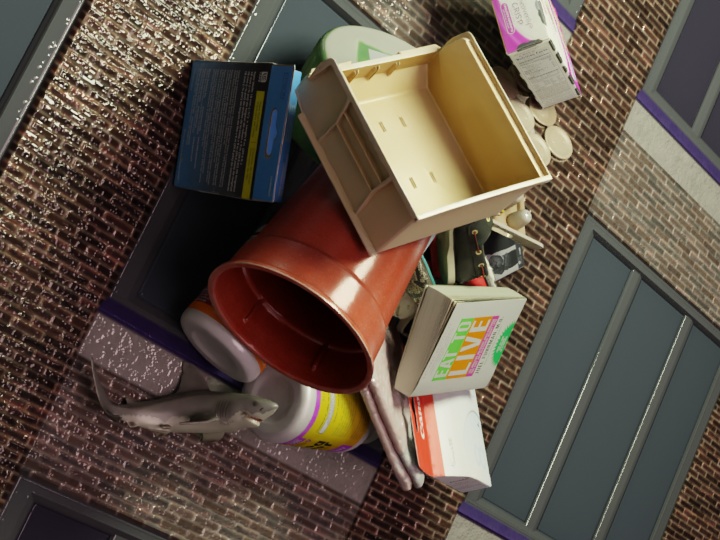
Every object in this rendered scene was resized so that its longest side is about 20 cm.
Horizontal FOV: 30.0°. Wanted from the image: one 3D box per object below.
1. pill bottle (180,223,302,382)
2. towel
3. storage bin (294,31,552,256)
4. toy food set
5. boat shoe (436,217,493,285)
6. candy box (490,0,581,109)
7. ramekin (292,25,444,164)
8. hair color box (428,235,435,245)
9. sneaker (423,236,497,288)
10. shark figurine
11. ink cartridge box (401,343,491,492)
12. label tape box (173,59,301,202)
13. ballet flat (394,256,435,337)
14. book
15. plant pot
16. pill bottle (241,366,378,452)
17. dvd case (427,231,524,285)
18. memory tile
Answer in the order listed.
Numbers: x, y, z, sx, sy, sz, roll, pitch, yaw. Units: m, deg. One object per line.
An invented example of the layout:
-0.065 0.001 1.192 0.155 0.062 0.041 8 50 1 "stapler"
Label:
-0.106 0.021 1.551 0.200 0.112 0.113 -49 125 -22 "pill bottle"
0.041 0.143 1.672 0.201 0.032 0.193 -82 154 -60 "towel"
0.061 -0.139 1.387 0.199 0.094 0.200 -18 76 -39 "storage bin"
0.185 -0.139 1.761 0.143 0.060 0.202 21 57 -40 "toy food set"
0.124 -0.065 1.608 0.062 0.074 0.203 -12 136 -5 "boat shoe"
0.219 -0.307 1.712 0.200 0.060 0.138 36 38 -66 "candy box"
0.015 -0.192 1.546 0.198 0.201 0.098 -4 138 -40 "ramekin"
0.000 0.000 1.615 0.060 0.099 0.201 36 89 -33 "hair color box"
0.107 -0.015 1.726 0.085 0.077 0.201 -38 120 -8 "sneaker"
-0.213 0.143 1.525 0.212 0.128 0.091 6 68 -23 "shark figurine"
0.110 0.187 1.717 0.200 0.047 0.162 43 37 -64 "ink cartridge box"
-0.117 -0.149 1.452 0.063 0.199 0.146 7 94 -40 "label tape box"
0.074 0.048 1.693 0.075 0.068 0.201 -36 140 -4 "ballet flat"
0.124 0.087 1.672 0.199 0.048 0.135 0 115 -57 "book"
-0.028 -0.008 1.434 0.196 0.199 0.202 -56 128 -30 "plant pot"
-0.048 0.164 1.621 0.199 0.103 0.106 19 86 -54 "pill bottle"
0.140 -0.043 1.803 0.199 0.025 0.152 -25 114 -37 "dvd case"
0.189 -0.193 1.747 0.199 0.017 0.155 -19 80 -43 "memory tile"
